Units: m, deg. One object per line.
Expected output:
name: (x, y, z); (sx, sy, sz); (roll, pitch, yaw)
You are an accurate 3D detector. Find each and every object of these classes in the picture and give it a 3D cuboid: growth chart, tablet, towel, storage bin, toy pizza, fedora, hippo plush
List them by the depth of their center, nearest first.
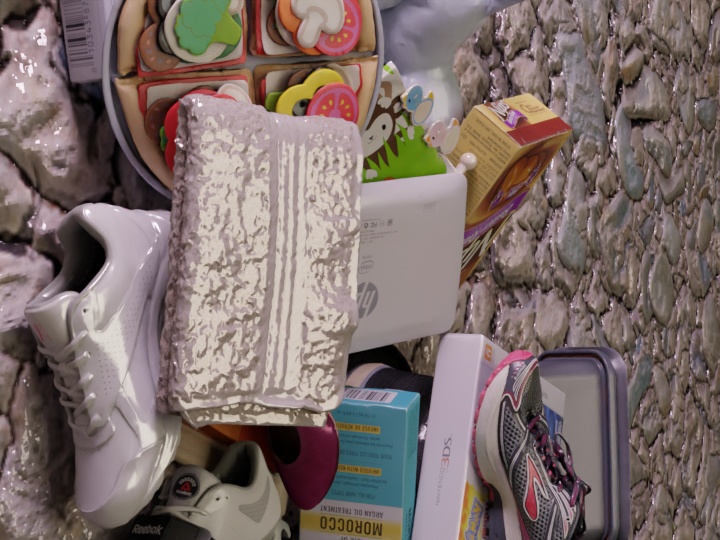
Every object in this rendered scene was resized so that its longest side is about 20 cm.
towel: (-0.060, -0.003, 0.802); (0.132, 0.034, 0.201); (5, 86, -40)
toy pizza: (-0.066, -0.129, 0.828); (0.200, 0.032, 0.201); (-11, 112, -28)
growth chart: (0.002, -0.080, 0.942); (0.145, 0.018, 0.200); (-54, 138, 0)
tablet: (0.000, 0.000, 0.953); (0.200, 0.014, 0.131); (-10, 112, -38)
hippo plush: (0.044, -0.178, 1.053); (0.159, 0.199, 0.161); (-59, 158, -66)
fedora: (0.039, 0.157, 1.081); (0.200, 0.091, 0.201); (4, 85, -59)
storage bin: (0.165, 0.175, 1.275); (0.134, 0.145, 0.201); (3, 86, -32)

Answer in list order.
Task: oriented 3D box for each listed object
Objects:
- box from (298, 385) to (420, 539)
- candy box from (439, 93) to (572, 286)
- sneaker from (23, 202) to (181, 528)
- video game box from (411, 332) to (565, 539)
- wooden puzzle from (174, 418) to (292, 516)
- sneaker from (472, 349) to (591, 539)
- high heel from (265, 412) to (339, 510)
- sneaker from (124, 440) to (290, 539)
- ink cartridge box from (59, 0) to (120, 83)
box: (-0.003, 0.190, 0.986); (0.049, 0.082, 0.201); (-34, 127, -73)
candy box: (0.085, -0.050, 1.096); (0.200, 0.056, 0.117); (-55, 163, 29)
sneaker: (-0.163, 0.053, 0.785); (0.099, 0.078, 0.201); (17, 68, -47)
video game box: (0.108, 0.172, 1.065); (0.182, 0.047, 0.201); (32, 62, -52)
wooden puzzle: (-0.081, 0.063, 0.943); (0.200, 0.037, 0.185); (44, 52, -50)
sneaker: (0.138, 0.158, 1.000); (0.081, 0.074, 0.201); (-25, 108, -56)
high heel: (-0.071, 0.089, 0.881); (0.096, 0.067, 0.201); (-21, 118, -31)
sneaker: (-0.119, 0.175, 0.834); (0.200, 0.074, 0.089); (-39, 125, -57)
ink cartridge box: (-0.128, -0.232, 0.875); (0.200, 0.047, 0.198); (-19, 104, -59)
